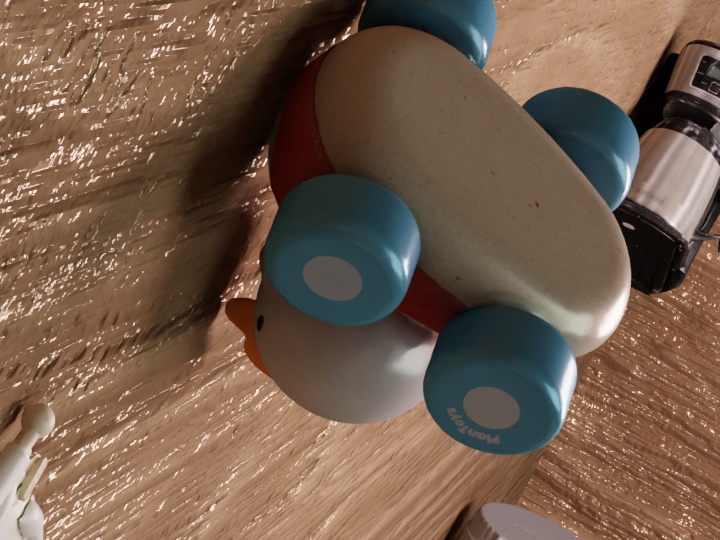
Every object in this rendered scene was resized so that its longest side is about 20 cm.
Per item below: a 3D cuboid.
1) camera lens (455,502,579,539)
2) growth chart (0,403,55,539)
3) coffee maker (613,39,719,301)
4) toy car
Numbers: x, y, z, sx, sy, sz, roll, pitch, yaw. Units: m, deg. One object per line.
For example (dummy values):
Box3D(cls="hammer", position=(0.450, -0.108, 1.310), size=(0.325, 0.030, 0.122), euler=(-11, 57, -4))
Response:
Box3D(cls="camera lens", position=(0.149, 0.370, 2.566), size=(0.200, 0.160, 0.160), euler=(-64, 169, 13))
Box3D(cls="growth chart", position=(-0.163, 0.155, 0.949), size=(0.145, 0.018, 0.200), euler=(-55, 167, -32))
Box3D(cls="coffee maker", position=(0.285, -0.093, 2.228), size=(0.200, 0.135, 0.192), euler=(-56, -168, -22))
Box3D(cls="toy car", position=(0.000, 0.000, 1.078), size=(0.200, 0.177, 0.184), euler=(-34, -156, 39))
